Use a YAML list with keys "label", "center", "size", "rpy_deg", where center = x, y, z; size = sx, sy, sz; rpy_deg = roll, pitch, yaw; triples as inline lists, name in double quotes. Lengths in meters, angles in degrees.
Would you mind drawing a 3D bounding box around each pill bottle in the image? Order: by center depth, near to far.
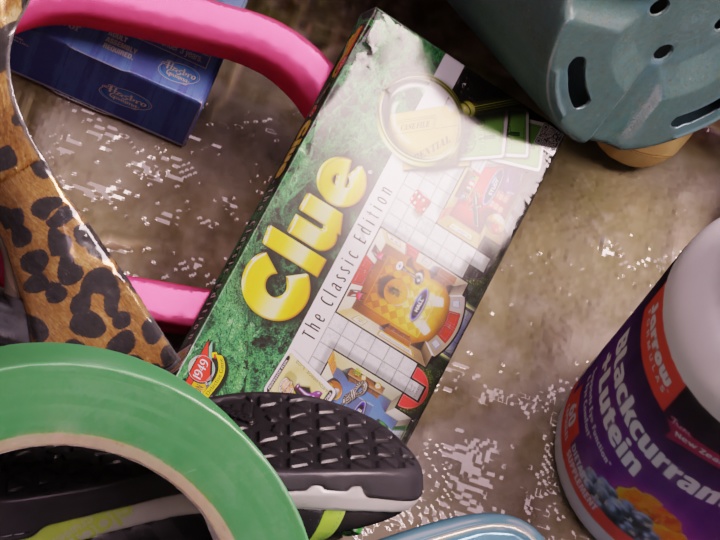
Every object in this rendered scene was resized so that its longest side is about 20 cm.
- label: "pill bottle"
  center: [0.163, 0.042, 1.104]
  size: [0.111, 0.200, 0.112]
  rpy_deg: [8, 59, -14]

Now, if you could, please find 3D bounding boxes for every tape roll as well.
- label: "tape roll"
  center: [-0.117, 0.128, 0.990]
  size: [0.200, 0.048, 0.201]
  rpy_deg: [-2, 99, -11]

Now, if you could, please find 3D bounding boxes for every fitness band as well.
- label: "fitness band"
  center: [-0.095, -0.050, 1.136]
  size: [0.200, 0.037, 0.144]
  rpy_deg: [12, 82, -13]

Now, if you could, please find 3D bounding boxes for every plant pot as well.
- label: "plant pot"
  center: [0.101, -0.171, 1.174]
  size: [0.200, 0.200, 0.196]
  rpy_deg: [-14, 51, -25]

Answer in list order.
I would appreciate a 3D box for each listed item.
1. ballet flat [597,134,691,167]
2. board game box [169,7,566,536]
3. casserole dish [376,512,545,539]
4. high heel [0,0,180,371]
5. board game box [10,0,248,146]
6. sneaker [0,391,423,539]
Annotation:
- label: "ballet flat"
  center: [0.174, -0.129, 1.285]
  size: [0.069, 0.063, 0.200]
  rpy_deg: [32, 57, 0]
- label: "board game box"
  center: [0.000, 0.000, 1.130]
  size: [0.105, 0.023, 0.200]
  rpy_deg: [31, 75, -13]
- label: "casserole dish"
  center: [0.018, 0.163, 1.085]
  size: [0.200, 0.039, 0.121]
  rpy_deg: [-16, 68, -25]
- label: "high heel"
  center: [-0.116, -0.056, 1.073]
  size: [0.142, 0.071, 0.200]
  rpy_deg: [19, 94, -4]
- label: "board game box"
  center: [-0.135, -0.182, 1.220]
  size: [0.200, 0.043, 0.199]
  rpy_deg: [23, 57, -6]
- label: "sneaker"
  center: [-0.075, 0.103, 1.066]
  size: [0.200, 0.083, 0.072]
  rpy_deg: [-4, 27, -11]
